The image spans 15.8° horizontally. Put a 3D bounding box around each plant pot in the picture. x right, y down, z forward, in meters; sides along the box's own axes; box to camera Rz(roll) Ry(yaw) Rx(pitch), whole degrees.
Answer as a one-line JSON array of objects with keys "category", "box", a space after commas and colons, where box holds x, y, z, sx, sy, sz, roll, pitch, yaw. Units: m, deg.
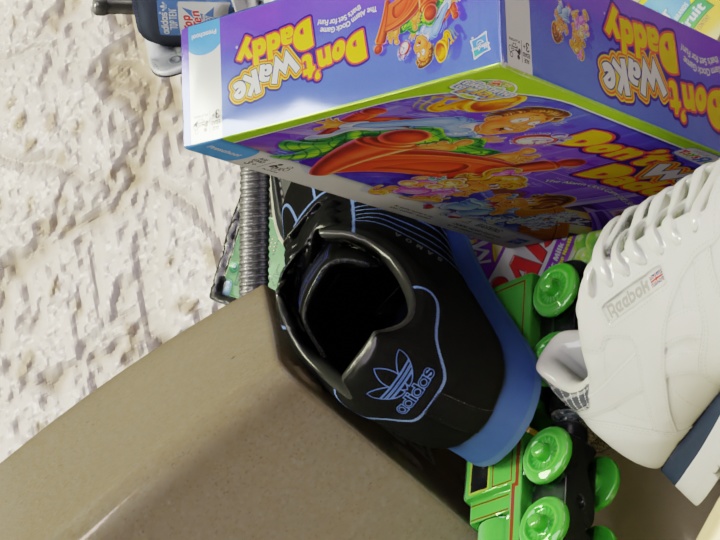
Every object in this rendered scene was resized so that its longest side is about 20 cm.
[{"category": "plant pot", "box": [-0.042, 0.126, 1.039, 0.177, 0.200, 0.200, -47, 12, 7]}]

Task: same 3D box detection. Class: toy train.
[{"category": "toy train", "box": [0.065, 0.087, 0.955, 0.056, 0.042, 0.201, -23, 49, 38]}]

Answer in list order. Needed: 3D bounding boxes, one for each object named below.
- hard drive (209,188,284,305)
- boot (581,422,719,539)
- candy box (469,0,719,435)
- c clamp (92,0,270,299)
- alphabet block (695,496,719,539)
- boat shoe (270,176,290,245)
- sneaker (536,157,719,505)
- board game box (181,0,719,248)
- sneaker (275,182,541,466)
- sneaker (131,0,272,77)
[{"category": "hard drive", "box": [0.018, -0.064, 1.182, 0.139, 0.038, 0.201, 14, 85, 39]}, {"category": "boot", "box": [0.103, 0.138, 1.035, 0.200, 0.073, 0.156, -45, 55, 16]}, {"category": "candy box", "box": [0.098, -0.038, 1.031, 0.200, 0.026, 0.102, -56, 49, 15]}, {"category": "c clamp", "box": [-0.022, -0.024, 1.116, 0.170, 0.027, 0.201, -5, 90, -1]}, {"category": "alphabet block", "box": [0.204, 0.125, 0.851, 0.196, 0.195, 0.201, 28, 97, 11]}, {"category": "boat shoe", "box": [-0.017, -0.102, 1.158, 0.074, 0.062, 0.201, -1, 78, 35]}, {"category": "sneaker", "box": [0.115, 0.003, 0.863, 0.080, 0.076, 0.200, 35, 142, 11]}, {"category": "board game box", "box": [0.051, -0.057, 0.925, 0.134, 0.200, 0.045, -12, 73, 36]}, {"category": "sneaker", "box": [0.000, 0.000, 1.003, 0.070, 0.078, 0.200, -56, 33, 11]}, {"category": "sneaker", "box": [-0.021, -0.105, 1.053, 0.108, 0.070, 0.200, -34, 54, -25]}]
